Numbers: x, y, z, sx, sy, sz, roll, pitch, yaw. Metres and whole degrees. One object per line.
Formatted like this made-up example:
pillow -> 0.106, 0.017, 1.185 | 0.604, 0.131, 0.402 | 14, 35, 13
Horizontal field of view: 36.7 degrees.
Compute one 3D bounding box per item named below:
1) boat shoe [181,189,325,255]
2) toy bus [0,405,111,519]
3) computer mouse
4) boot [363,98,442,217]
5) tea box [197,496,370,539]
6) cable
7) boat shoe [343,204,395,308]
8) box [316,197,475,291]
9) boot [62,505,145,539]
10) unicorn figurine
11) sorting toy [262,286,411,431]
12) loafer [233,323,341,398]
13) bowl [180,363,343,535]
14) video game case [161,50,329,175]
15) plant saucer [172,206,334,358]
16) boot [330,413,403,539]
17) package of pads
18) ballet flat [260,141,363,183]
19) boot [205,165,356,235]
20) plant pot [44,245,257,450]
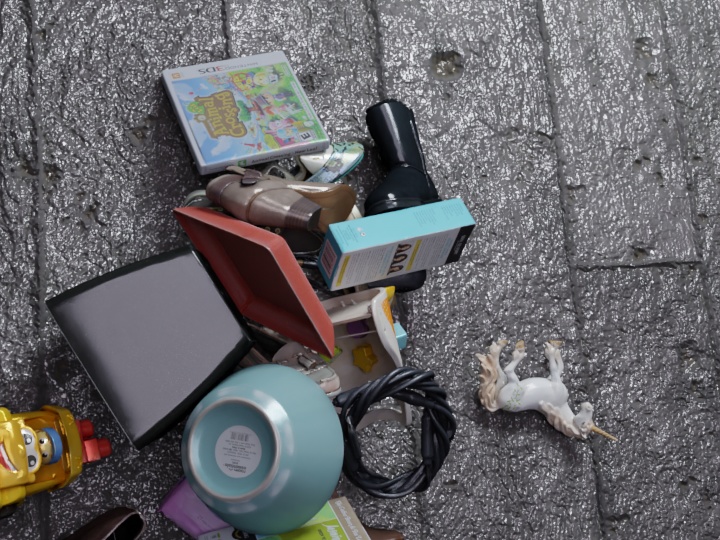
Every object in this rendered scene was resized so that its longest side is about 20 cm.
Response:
boat shoe -> -0.138, -0.051, 1.432 | 0.199, 0.072, 0.061 | 11, 32, -8
toy bus -> -0.387, 0.216, 1.280 | 0.190, 0.200, 0.137 | -9, 81, -25
computer mouse -> 0.000, 0.000, 1.453 | 0.198, 0.034, 0.059 | 1, 88, -21
boot -> 0.040, -0.150, 1.500 | 0.076, 0.200, 0.170 | -22, 84, 26
tea box -> -0.077, 0.411, 1.310 | 0.195, 0.134, 0.202 | -13, 109, -15
cable -> 0.045, 0.207, 1.379 | 0.162, 0.051, 0.201 | -33, 123, -8
boat shoe -> -0.022, -0.028, 1.499 | 0.065, 0.072, 0.202 | -26, 91, -23
box -> 0.047, -0.035, 1.424 | 0.198, 0.083, 0.049 | -13, 57, -25
boot -> -0.340, 0.347, 1.273 | 0.199, 0.166, 0.073 | -38, 89, -20
unicorn figurine -> 0.257, 0.168, 1.542 | 0.197, 0.074, 0.139 | 0, 87, -1
sorting toy -> -0.004, 0.126, 1.435 | 0.106, 0.199, 0.182 | -25, 99, -50
loafer -> -0.101, 0.114, 1.378 | 0.071, 0.199, 0.064 | -14, 107, -38
bowl -> -0.129, 0.206, 1.260 | 0.198, 0.105, 0.203 | -3, 80, 17
video game case -> -0.159, -0.219, 1.478 | 0.180, 0.022, 0.201 | -13, 52, -18
plant saucer -> -0.124, 0.006, 1.355 | 0.037, 0.199, 0.201 | -46, 132, -22
boot -> -0.028, 0.271, 1.437 | 0.184, 0.064, 0.202 | 3, 74, -16
package of pads -> -0.148, 0.259, 1.366 | 0.120, 0.076, 0.200 | 39, 94, -6
ballet flat -> -0.088, -0.127, 1.472 | 0.199, 0.074, 0.075 | -37, 89, -2
boot -> -0.102, -0.097, 1.392 | 0.145, 0.200, 0.071 | 20, 104, 16
plant pot -> -0.236, 0.078, 1.325 | 0.176, 0.200, 0.201 | -33, 88, -4
